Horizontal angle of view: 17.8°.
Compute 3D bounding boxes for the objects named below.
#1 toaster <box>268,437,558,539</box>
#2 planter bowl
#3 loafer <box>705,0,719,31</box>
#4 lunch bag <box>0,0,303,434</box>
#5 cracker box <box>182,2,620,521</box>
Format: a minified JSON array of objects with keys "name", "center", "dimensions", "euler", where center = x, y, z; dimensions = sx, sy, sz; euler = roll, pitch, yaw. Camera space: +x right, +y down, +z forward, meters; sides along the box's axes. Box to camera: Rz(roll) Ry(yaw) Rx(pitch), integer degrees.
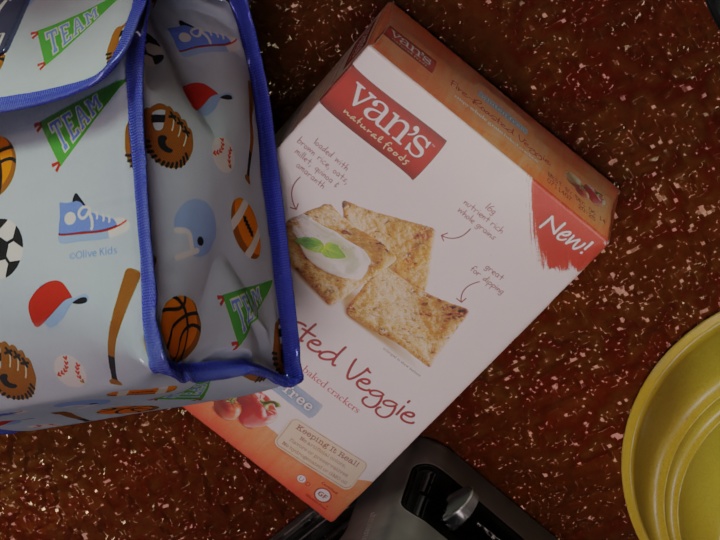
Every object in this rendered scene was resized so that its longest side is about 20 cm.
[{"name":"toaster","center":[-0.006,0.194,1.052],"dimensions":[0.200,0.181,0.119],"euler":[-40,100,25]},{"name":"planter bowl","center":[0.212,0.113,1.016],"dimensions":[0.200,0.084,0.201],"euler":[5,118,10]},{"name":"loafer","center":[0.212,-0.059,0.935],"dimensions":[0.201,0.070,0.068],"euler":[44,117,-11]},{"name":"lunch bag","center":[-0.128,-0.040,0.965],"dimensions":[0.170,0.124,0.201],"euler":[-10,80,30]},{"name":"cracker box","center":[0.000,0.000,1.019],"dimensions":[0.134,0.058,0.200],"euler":[38,117,-8]}]
